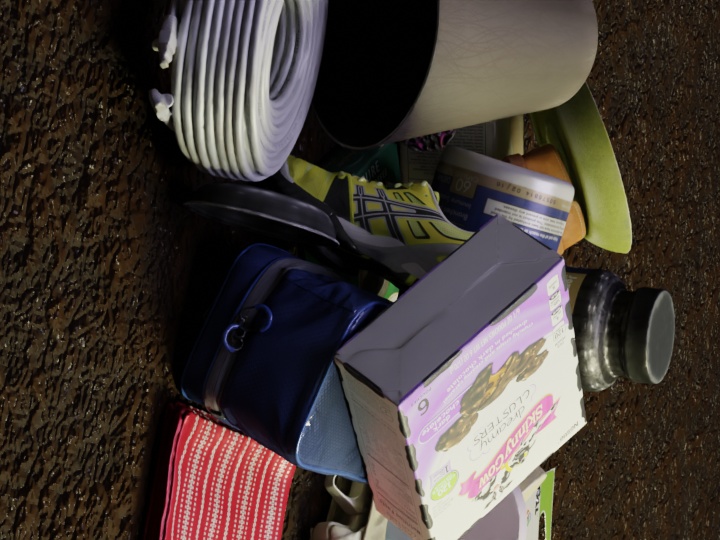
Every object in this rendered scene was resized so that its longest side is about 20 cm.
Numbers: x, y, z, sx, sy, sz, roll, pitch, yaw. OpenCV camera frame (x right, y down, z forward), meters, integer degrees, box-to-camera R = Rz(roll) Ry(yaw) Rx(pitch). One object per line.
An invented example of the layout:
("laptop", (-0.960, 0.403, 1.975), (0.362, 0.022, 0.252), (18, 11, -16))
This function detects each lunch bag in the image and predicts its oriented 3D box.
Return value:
("lunch bag", (-0.042, 0.066, 1.565), (0.136, 0.132, 0.200), (-64, 151, -1))

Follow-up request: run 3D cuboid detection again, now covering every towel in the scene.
("towel", (-0.104, 0.185, 1.581), (0.200, 0.022, 0.145), (30, 69, -62))

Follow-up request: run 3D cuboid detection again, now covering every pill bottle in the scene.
("pill bottle", (0.089, 0.012, 1.669), (0.111, 0.111, 0.201), (11, 97, -64))
("pill bottle", (0.179, 0.051, 1.936), (0.112, 0.199, 0.113), (5, 90, -65))

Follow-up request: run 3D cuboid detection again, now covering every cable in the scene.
("cable", (-0.075, -0.163, 1.478), (0.200, 0.069, 0.201), (68, 35, -68))

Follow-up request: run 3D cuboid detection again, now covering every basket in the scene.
("basket", (0.075, -0.181, 1.600), (0.199, 0.136, 0.181), (-4, 110, -45))

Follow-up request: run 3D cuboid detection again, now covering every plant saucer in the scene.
("plant saucer", (0.180, -0.105, 1.814), (0.200, 0.031, 0.201), (161, -90, -87))

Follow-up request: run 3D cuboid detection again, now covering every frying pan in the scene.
("frying pan", (-0.040, -0.029, 1.527), (0.189, 0.115, 0.031), (18, 83, -37))

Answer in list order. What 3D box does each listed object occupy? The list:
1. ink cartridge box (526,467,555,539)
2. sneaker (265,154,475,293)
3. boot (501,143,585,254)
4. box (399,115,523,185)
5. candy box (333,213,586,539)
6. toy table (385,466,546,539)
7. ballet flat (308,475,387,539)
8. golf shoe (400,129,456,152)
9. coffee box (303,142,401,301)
("ink cartridge box", (0.112, 0.264, 1.983), (0.200, 0.075, 0.149), (-6, 100, -65))
("sneaker", (0.017, -0.038, 1.606), (0.077, 0.199, 0.075), (-57, 173, -9))
("boot", (0.120, 0.001, 1.789), (0.155, 0.077, 0.201), (-27, 113, -22))
("box", (0.089, -0.062, 1.854), (0.078, 0.094, 0.201), (-31, 123, -63))
("candy box", (0.078, 0.087, 1.544), (0.168, 0.071, 0.200), (-40, 144, -20))
("toy table", (0.076, 0.242, 1.811), (0.184, 0.200, 0.117), (55, 20, 14))
("ballet flat", (-0.010, 0.203, 1.745), (0.070, 0.069, 0.201), (51, 48, -55))
("golf shoe", (0.034, -0.193, 1.713), (0.092, 0.072, 0.201), (-72, 144, -59))
("coffee box", (0.000, 0.000, 1.735), (0.123, 0.044, 0.201), (-49, 137, -54))
